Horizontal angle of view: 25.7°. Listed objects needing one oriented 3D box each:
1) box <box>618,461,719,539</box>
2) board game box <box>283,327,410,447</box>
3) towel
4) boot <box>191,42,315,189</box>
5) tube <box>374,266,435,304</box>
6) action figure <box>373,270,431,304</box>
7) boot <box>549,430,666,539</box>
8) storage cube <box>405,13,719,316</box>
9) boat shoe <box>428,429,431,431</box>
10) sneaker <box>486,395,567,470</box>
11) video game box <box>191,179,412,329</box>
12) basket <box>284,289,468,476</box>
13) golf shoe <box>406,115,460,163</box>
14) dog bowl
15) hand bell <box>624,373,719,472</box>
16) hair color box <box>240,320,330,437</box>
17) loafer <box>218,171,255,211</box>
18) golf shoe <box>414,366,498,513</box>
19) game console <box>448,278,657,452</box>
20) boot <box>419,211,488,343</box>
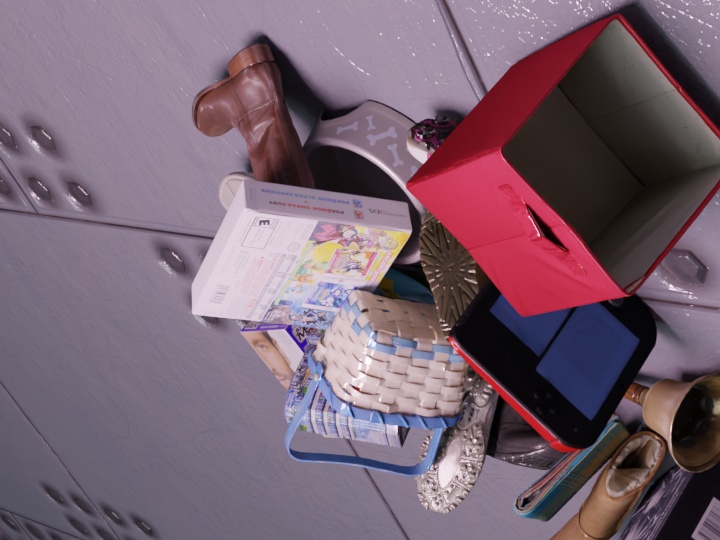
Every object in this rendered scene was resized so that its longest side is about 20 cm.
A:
[{"bbox_3d":[0.345,0.307,1.702,0.104,0.200,0.182,35,150,5],"label":"box"},{"bbox_3d":[0.031,0.105,1.847,0.199,0.201,0.062,6,139,25],"label":"board game box"},{"bbox_3d":[0.231,0.213,1.696,0.022,0.147,0.200,46,-177,17],"label":"towel"},{"bbox_3d":[-0.113,-0.116,1.706,0.186,0.064,0.201,-46,61,59],"label":"boot"},{"bbox_3d":[0.000,0.000,1.765,0.199,0.051,0.077,20,-179,18],"label":"tube"},{"bbox_3d":[0.023,0.032,1.822,0.199,0.118,0.055,12,123,24],"label":"action figure"},{"bbox_3d":[0.266,0.285,1.799,0.066,0.175,0.200,32,154,11],"label":"boot"},{"bbox_3d":[0.182,-0.085,1.370,0.171,0.200,0.180,46,157,-12],"label":"storage cube"},{"bbox_3d":[0.035,0.142,1.978,0.199,0.068,0.074,31,150,16],"label":"boat shoe"},{"bbox_3d":[0.185,0.176,1.785,0.076,0.091,0.200,13,177,-16],"label":"sneaker"},{"bbox_3d":[-0.065,-0.012,1.655,0.181,0.047,0.200,9,144,-19],"label":"video game box"},{"bbox_3d":[0.027,0.130,1.702,0.175,0.201,0.139,11,-159,-25],"label":"basket"},{"bbox_3d":[0.127,-0.081,1.542,0.199,0.073,0.092,29,132,22],"label":"golf shoe"},{"bbox_3d":[0.017,-0.089,1.693,0.199,0.059,0.201,30,149,20],"label":"dog bowl"},{"bbox_3d":[0.293,0.132,1.666,0.200,0.104,0.104,21,148,52],"label":"hand bell"},{"bbox_3d":[-0.057,0.132,2.080,0.109,0.065,0.200,-6,125,53],"label":"hair color box"},{"bbox_3d":[-0.069,-0.064,1.841,0.199,0.063,0.072,29,117,12],"label":"loafer"},{"bbox_3d":[0.125,0.181,1.807,0.078,0.201,0.097,18,-179,22],"label":"golf shoe"},{"bbox_3d":[0.194,0.062,1.543,0.177,0.200,0.031,45,143,-8],"label":"game console"},{"bbox_3d":[0.136,0.031,1.646,0.066,0.176,0.200,-13,157,25],"label":"boot"}]
